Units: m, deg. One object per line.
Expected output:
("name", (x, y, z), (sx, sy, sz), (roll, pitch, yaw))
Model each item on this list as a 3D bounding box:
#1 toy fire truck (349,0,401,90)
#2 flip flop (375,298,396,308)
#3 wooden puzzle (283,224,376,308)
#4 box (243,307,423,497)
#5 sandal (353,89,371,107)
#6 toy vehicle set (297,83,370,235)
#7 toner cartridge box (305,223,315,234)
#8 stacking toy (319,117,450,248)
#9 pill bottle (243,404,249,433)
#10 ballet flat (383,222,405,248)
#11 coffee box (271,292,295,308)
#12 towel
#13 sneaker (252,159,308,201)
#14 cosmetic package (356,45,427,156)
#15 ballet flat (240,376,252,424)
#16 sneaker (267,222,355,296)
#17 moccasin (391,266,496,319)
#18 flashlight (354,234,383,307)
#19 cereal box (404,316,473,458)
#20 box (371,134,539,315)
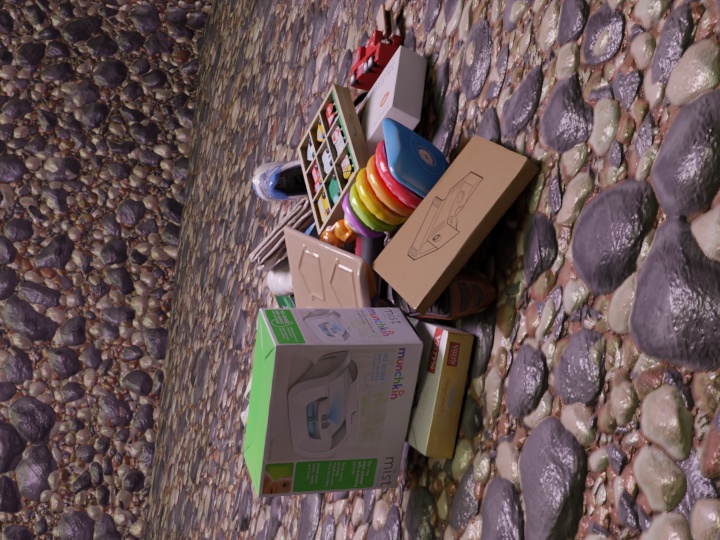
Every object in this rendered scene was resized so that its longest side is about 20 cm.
("toy fire truck", (0.039, -0.373, 1.660), (0.200, 0.048, 0.142), (158, 121, -71))
("flip flop", (0.018, 0.136, 1.409), (0.081, 0.057, 0.202), (177, 103, -72))
("wooden puzzle", (-0.027, 0.046, 1.365), (0.200, 0.046, 0.187), (28, 132, 53))
("box", (-0.036, 0.150, 1.234), (0.097, 0.175, 0.202), (-123, 38, -60))
("sandal", (0.011, -0.245, 1.661), (0.200, 0.054, 0.082), (144, 134, -65))
("toy vehicle set", (-0.037, -0.156, 1.493), (0.125, 0.026, 0.201), (-57, 32, 33))
("toner cartridge box", (-0.059, -0.034, 1.777), (0.201, 0.043, 0.095), (-103, 30, -52))
("stacking toy", (0.018, -0.084, 1.355), (0.200, 0.109, 0.117), (-41, 37, 29))
("pill bottle", (-0.123, 0.259, 1.689), (0.200, 0.113, 0.115), (-164, 85, -73))
("ballet flat", (0.046, -0.095, 1.449), (0.201, 0.063, 0.068), (-99, 27, -48))
("coffee box", (-0.077, 0.083, 1.666), (0.124, 0.044, 0.200), (65, 166, -10))
("towel", (-0.106, -0.058, 1.605), (0.133, 0.034, 0.200), (-45, 2, 6))
("sneaker", (-0.062, -0.146, 1.634), (0.085, 0.199, 0.078), (-155, 46, -69))
("cosmetic package", (0.022, -0.200, 1.521), (0.200, 0.051, 0.152), (-52, 22, 40))
("ballet flat", (-0.189, 0.254, 1.978), (0.070, 0.065, 0.202), (-155, 77, -72))
("sneaker", (-0.043, -0.033, 1.589), (0.200, 0.074, 0.115), (-47, 17, -18))
("moccasin", (0.092, 0.017, 1.237), (0.201, 0.077, 0.074), (177, 89, -68))
("flashlight", (0.000, 0.000, 1.535), (0.068, 0.067, 0.202), (112, 162, -66))
("cereal box", (0.071, 0.131, 1.274), (0.200, 0.039, 0.145), (-165, 85, -73))
("box", (0.101, -0.056, 1.187), (0.200, 0.021, 0.164), (-51, 22, 3))
